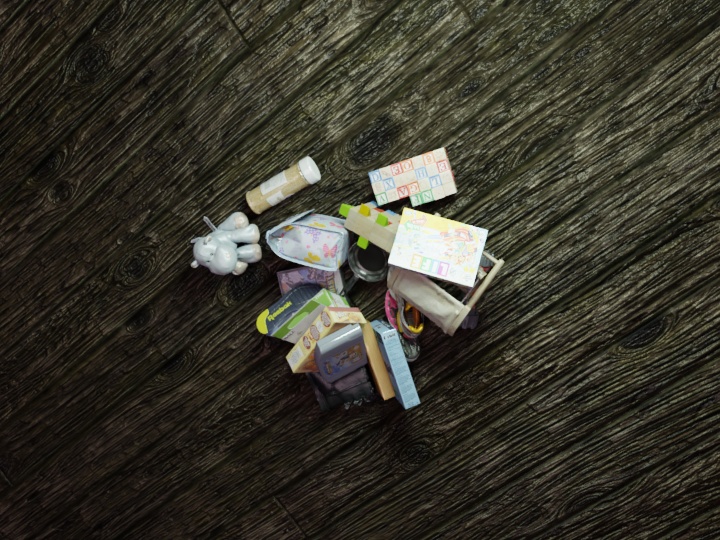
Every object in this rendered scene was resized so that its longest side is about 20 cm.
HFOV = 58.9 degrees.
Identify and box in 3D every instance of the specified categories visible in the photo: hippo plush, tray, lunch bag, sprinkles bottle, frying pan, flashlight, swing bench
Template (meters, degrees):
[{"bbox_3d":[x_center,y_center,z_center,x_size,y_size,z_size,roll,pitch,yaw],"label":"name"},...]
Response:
[{"bbox_3d":[-0.364,-0.073,1.680,0.199,0.161,0.160,34,105,3],"label":"hippo plush"},{"bbox_3d":[0.036,0.233,1.685,0.037,0.099,0.202,-19,93,-7],"label":"tray"},{"bbox_3d":[-0.127,-0.087,1.627,0.198,0.170,0.129,12,104,9],"label":"lunch bag"},{"bbox_3d":[-0.203,-0.221,1.668,0.198,0.068,0.069,-27,95,15],"label":"sprinkles bottle"},{"bbox_3d":[0.016,0.005,1.650,0.114,0.031,0.192,21,124,13],"label":"frying pan"},{"bbox_3d":[0.292,0.048,1.631,0.067,0.068,0.203,17,109,33],"label":"flashlight"},{"bbox_3d":[0.196,0.014,1.512,0.198,0.130,0.201,36,80,11],"label":"swing bench"}]

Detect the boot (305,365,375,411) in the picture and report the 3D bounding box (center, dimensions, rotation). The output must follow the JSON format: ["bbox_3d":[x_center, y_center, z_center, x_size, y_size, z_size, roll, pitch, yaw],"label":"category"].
[{"bbox_3d":[-0.057,0.284,1.737,0.161,0.073,0.200,-20,99,14],"label":"boot"}]

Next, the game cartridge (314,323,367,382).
[{"bbox_3d":[-0.050,0.215,1.614,0.132,0.201,0.042,-30,60,-13],"label":"game cartridge"}]

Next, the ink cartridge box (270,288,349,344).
[{"bbox_3d":[-0.129,0.116,1.622,0.148,0.199,0.076,-41,56,14],"label":"ink cartridge box"}]

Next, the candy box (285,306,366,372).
[{"bbox_3d":[-0.088,0.176,1.614,0.200,0.115,0.056,-51,55,28],"label":"candy box"}]

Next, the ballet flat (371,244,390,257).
[{"bbox_3d":[0.121,-0.051,1.648,0.197,0.076,0.064,10,134,13],"label":"ballet flat"}]

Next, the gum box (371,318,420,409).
[{"bbox_3d":[0.084,0.236,1.649,0.044,0.170,0.202,-19,97,-8],"label":"gum box"}]

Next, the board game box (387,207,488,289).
[{"bbox_3d":[0.175,-0.050,1.447,0.198,0.034,0.136,15,81,9],"label":"board game box"}]

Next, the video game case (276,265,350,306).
[{"bbox_3d":[-0.121,0.083,1.734,0.179,0.026,0.203,-11,99,13],"label":"video game case"}]

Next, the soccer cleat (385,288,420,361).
[{"bbox_3d":[0.103,0.144,1.683,0.069,0.086,0.202,-10,76,-14],"label":"soccer cleat"}]

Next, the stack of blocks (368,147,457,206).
[{"bbox_3d":[0.133,-0.223,1.607,0.198,0.059,0.116,-16,97,13],"label":"stack of blocks"}]

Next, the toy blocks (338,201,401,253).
[{"bbox_3d":[0.059,-0.110,1.591,0.199,0.136,0.101,31,116,20],"label":"toy blocks"}]

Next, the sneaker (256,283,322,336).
[{"bbox_3d":[-0.181,0.108,1.705,0.199,0.082,0.074,-32,58,0],"label":"sneaker"}]

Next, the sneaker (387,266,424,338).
[{"bbox_3d":[0.124,0.068,1.607,0.077,0.082,0.202,-14,85,-14],"label":"sneaker"}]
